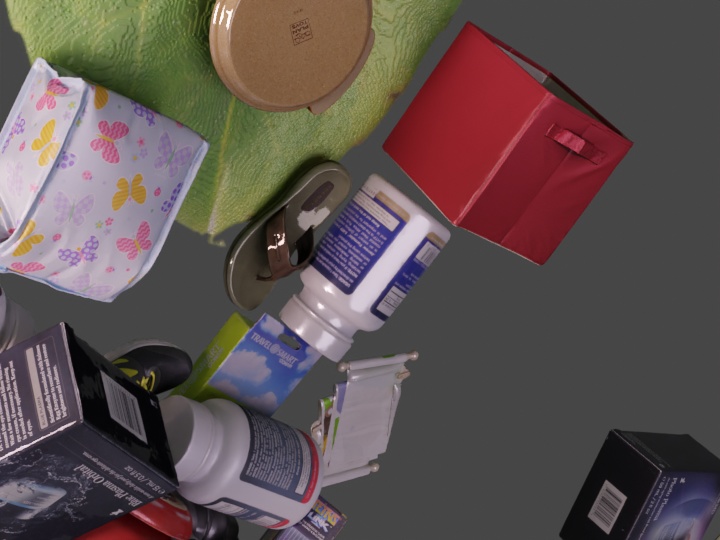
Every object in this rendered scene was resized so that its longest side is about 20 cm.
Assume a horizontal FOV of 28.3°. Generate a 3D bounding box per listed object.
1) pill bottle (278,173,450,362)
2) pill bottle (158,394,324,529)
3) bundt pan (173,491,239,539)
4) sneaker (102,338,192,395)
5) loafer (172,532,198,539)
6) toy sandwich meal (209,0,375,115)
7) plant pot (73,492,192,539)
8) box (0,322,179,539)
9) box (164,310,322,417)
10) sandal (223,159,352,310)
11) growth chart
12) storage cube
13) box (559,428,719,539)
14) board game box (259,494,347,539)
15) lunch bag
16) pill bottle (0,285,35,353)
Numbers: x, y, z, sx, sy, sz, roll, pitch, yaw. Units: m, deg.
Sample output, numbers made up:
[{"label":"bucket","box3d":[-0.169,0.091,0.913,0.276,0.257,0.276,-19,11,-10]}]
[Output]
[{"label":"pill bottle","box3d":[0.000,0.000,1.651,0.200,0.120,0.120,-51,135,2]},{"label":"pill bottle","box3d":[-0.146,0.211,1.610,0.200,0.120,0.120,30,98,-43]},{"label":"bundt pan","box3d":[-0.230,0.350,1.731,0.201,0.076,0.203,-20,128,-27]},{"label":"sneaker","box3d":[-0.269,0.134,1.556,0.199,0.085,0.075,-12,126,-29]},{"label":"loafer","box3d":[-0.207,0.402,1.683,0.072,0.063,0.201,-16,126,-30]},{"label":"toy sandwich meal","box3d":[-0.072,-0.255,1.475,0.204,0.070,0.206,-15,124,-24]},{"label":"plant pot","box3d":[-0.299,0.294,1.565,0.200,0.200,0.183,39,82,-45]},{"label":"box","box3d":[-0.315,0.176,1.401,0.199,0.118,0.197,-26,146,9]},{"label":"box","box3d":[-0.148,0.139,1.675,0.200,0.048,0.122,-51,135,4]},{"label":"sandal","box3d":[-0.081,-0.037,1.605,0.080,0.057,0.201,30,103,-43]},{"label":"growth chart","box3d":[-0.008,0.194,1.840,0.144,0.018,0.201,0,117,-36]},{"label":"storage cube","box3d":[0.166,-0.144,1.637,0.170,0.200,0.180,21,110,-44]},{"label":"box","box3d":[0.448,0.363,2.222,0.198,0.123,0.201,7,113,-41]},{"label":"board game box","box3d":[-0.099,0.351,1.741,0.057,0.200,0.166,37,76,-2]},{"label":"lunch bag","box3d":[-0.273,-0.080,1.391,0.169,0.127,0.201,21,94,-45]},{"label":"pill bottle","box3d":[-0.413,0.032,1.362,0.114,0.114,0.200,-49,134,-1]}]
